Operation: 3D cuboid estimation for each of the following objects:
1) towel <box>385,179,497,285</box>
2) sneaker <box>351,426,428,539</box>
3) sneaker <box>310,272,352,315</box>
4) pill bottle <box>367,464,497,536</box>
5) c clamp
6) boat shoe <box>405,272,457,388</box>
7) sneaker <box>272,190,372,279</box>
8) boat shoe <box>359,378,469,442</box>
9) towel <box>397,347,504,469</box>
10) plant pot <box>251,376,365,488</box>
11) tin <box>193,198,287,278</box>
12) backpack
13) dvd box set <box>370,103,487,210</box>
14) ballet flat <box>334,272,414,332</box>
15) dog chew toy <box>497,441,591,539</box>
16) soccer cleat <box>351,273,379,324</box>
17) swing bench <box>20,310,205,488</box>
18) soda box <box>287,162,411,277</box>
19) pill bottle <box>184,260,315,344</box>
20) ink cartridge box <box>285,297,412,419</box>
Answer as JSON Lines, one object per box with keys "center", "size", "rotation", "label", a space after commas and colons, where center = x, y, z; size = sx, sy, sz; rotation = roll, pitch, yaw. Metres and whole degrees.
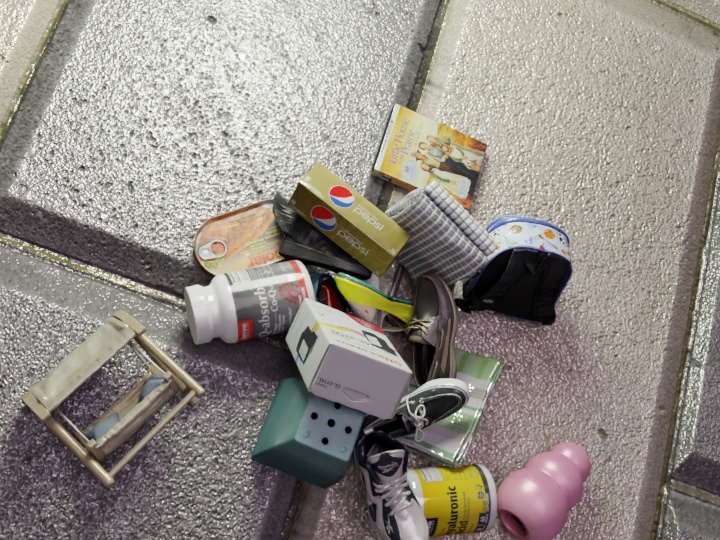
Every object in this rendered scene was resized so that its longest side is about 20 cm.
{"center": [0.117, -0.049, 1.513], "size": [0.165, 0.200, 0.086], "rotation": [42, 63, -8], "label": "towel"}
{"center": [0.046, 0.325, 1.354], "size": [0.079, 0.130, 0.200], "rotation": [-17, 62, -9], "label": "sneaker"}
{"center": [-0.047, 0.097, 1.508], "size": [0.078, 0.090, 0.202], "rotation": [-20, 85, -20], "label": "sneaker"}
{"center": [0.116, 0.382, 1.469], "size": [0.198, 0.111, 0.112], "rotation": [0, 75, -16], "label": "pill bottle"}
{"center": [0.089, 0.021, 1.607], "size": [0.170, 0.027, 0.202], "rotation": [20, 69, -16], "label": "c clamp"}
{"center": [0.118, 0.105, 1.489], "size": [0.073, 0.074, 0.202], "rotation": [-9, 93, -48], "label": "boat shoe"}
{"center": [-0.065, -0.058, 1.508], "size": [0.198, 0.060, 0.105], "rotation": [15, 78, 9], "label": "sneaker"}
{"center": [0.086, 0.238, 1.460], "size": [0.198, 0.068, 0.074], "rotation": [-16, 114, 11], "label": "boat shoe"}
{"center": [0.143, 0.223, 1.522], "size": [0.148, 0.031, 0.201], "rotation": [17, 67, 27], "label": "towel"}
{"center": [-0.068, 0.249, 1.402], "size": [0.140, 0.200, 0.142], "rotation": [24, 69, -9], "label": "plant pot"}
{"center": [-0.192, -0.051, 1.534], "size": [0.199, 0.042, 0.113], "rotation": [-20, 78, -21], "label": "tin"}
{"center": [0.287, -0.010, 1.584], "size": [0.198, 0.191, 0.155], "rotation": [9, 57, -14], "label": "backpack"}
{"center": [0.131, -0.212, 1.676], "size": [0.199, 0.029, 0.147], "rotation": [22, 70, -10], "label": "dvd box set"}
{"center": [0.031, 0.063, 1.503], "size": [0.199, 0.067, 0.068], "rotation": [22, 87, -38], "label": "ballet flat"}
{"center": [0.325, 0.373, 1.534], "size": [0.200, 0.124, 0.125], "rotation": [-37, 88, -30], "label": "dog chew toy"}
{"center": [0.000, 0.000, 1.551], "size": [0.068, 0.085, 0.202], "rotation": [-4, 77, -18], "label": "soccer cleat"}
{"center": [-0.381, 0.192, 1.364], "size": [0.200, 0.130, 0.199], "rotation": [45, 69, 0], "label": "swing bench"}
{"center": [-0.018, -0.083, 1.463], "size": [0.199, 0.068, 0.064], "rotation": [38, 50, 2], "label": "soda box"}
{"center": [-0.183, 0.056, 1.466], "size": [0.198, 0.116, 0.117], "rotation": [-12, 79, -19], "label": "pill bottle"}
{"center": [-0.021, 0.133, 1.373], "size": [0.145, 0.200, 0.083], "rotation": [22, 100, -20], "label": "ink cartridge box"}
